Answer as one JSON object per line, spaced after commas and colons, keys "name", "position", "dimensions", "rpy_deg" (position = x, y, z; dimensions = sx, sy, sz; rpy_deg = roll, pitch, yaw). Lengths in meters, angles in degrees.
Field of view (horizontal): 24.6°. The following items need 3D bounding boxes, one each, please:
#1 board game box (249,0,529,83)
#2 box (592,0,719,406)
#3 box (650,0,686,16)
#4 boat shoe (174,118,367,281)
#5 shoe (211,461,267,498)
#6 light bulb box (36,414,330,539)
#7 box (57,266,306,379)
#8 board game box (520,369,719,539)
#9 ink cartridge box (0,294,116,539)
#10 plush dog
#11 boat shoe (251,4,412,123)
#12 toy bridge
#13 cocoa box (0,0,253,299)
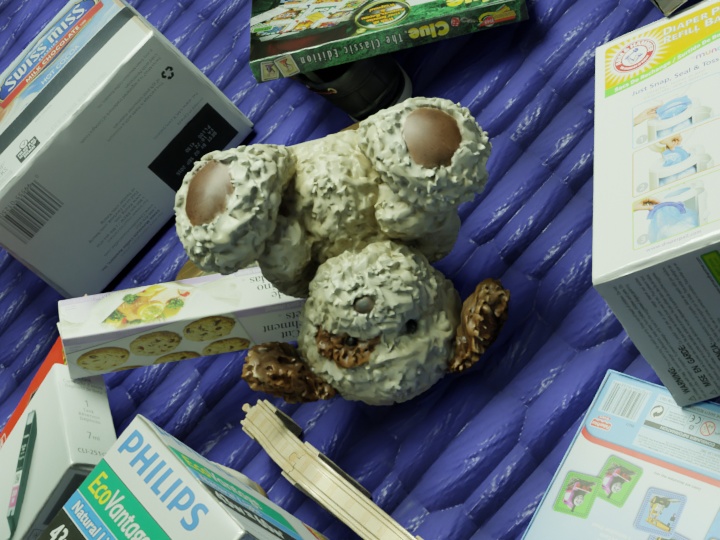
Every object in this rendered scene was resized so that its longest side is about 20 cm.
{"name": "board game box", "position": [0.018, -0.191, 1.190], "dimensions": [0.198, 0.024, 0.105], "rpy_deg": [-12, 35, 8]}
{"name": "box", "position": [0.197, -0.045, 0.912], "dimensions": [0.101, 0.113, 0.201], "rpy_deg": [-21, 39, 26]}
{"name": "box", "position": [0.229, -0.234, 1.020], "dimensions": [0.158, 0.048, 0.200], "rpy_deg": [-37, 10, 12]}
{"name": "boat shoe", "position": [-0.040, -0.033, 1.167], "dimensions": [0.200, 0.063, 0.073], "rpy_deg": [-39, 17, 7]}
{"name": "shoe", "position": [-0.151, 0.153, 1.117], "dimensions": [0.199, 0.053, 0.070], "rpy_deg": [-8, 55, 35]}
{"name": "light bulb box", "position": [-0.099, 0.224, 0.915], "dimensions": [0.200, 0.198, 0.125], "rpy_deg": [-51, 44, -2]}
{"name": "box", "position": [-0.101, 0.030, 1.103], "dimensions": [0.198, 0.042, 0.039], "rpy_deg": [-9, 44, -8]}
{"name": "board game box", "position": [0.152, 0.163, 0.872], "dimensions": [0.151, 0.037, 0.201], "rpy_deg": [16, 70, 45]}
{"name": "ink cartridge box", "position": [-0.238, 0.138, 1.154], "dimensions": [0.200, 0.043, 0.174], "rpy_deg": [-54, 37, 29]}
{"name": "plush dog", "position": [0.000, 0.000, 1.038], "dimensions": [0.198, 0.160, 0.173], "rpy_deg": [-14, 85, 6]}
{"name": "boat shoe", "position": [-0.033, -0.178, 1.259], "dimensions": [0.074, 0.063, 0.201], "rpy_deg": [-47, 41, 3]}
{"name": "toy bridge", "position": [-0.021, 0.130, 1.017], "dimensions": [0.027, 0.067, 0.200], "rpy_deg": [-51, 43, -4]}
{"name": "cocoa box", "position": [-0.213, -0.102, 1.295], "dimensions": [0.200, 0.133, 0.131], "rpy_deg": [-46, 41, 1]}
